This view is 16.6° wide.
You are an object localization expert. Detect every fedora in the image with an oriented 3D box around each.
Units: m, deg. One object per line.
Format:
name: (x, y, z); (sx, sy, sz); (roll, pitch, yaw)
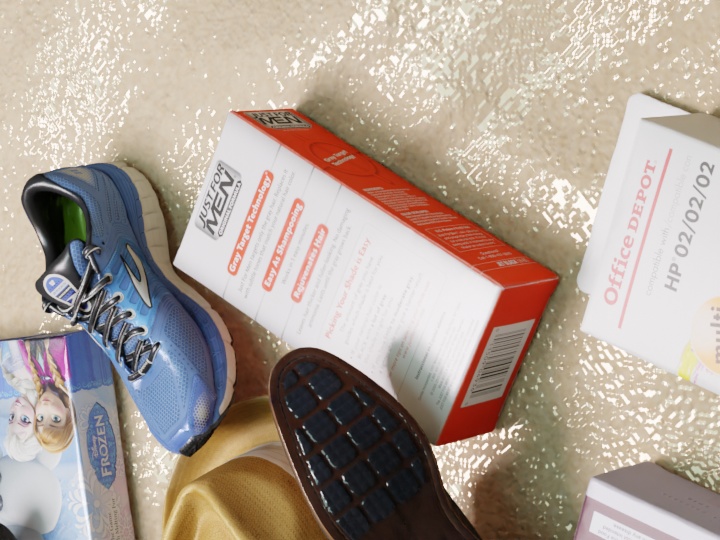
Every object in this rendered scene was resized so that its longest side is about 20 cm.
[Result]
fedora: (-0.059, 0.173, 1.384); (0.200, 0.082, 0.201); (4, 97, 36)

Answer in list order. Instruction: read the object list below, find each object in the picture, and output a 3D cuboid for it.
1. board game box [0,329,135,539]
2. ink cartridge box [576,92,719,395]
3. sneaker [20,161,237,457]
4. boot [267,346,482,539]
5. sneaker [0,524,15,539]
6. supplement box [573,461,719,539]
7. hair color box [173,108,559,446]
board game box: (-0.229, 0.144, 1.531); (0.200, 0.043, 0.200); (-7, 92, 37)
ink cartridge box: (0.184, -0.004, 1.195); (0.200, 0.068, 0.115); (25, 109, 32)
sneaker: (-0.142, 0.023, 1.413); (0.079, 0.089, 0.200); (-48, 59, 31)
boot: (0.015, 0.129, 1.294); (0.075, 0.097, 0.200); (-37, 88, -11)
sneaker: (-0.273, 0.217, 1.490); (0.089, 0.078, 0.200); (43, 121, 19)
supplement box: (0.150, 0.211, 1.247); (0.109, 0.061, 0.201); (24, 108, 34)
hair color box: (0.000, 0.000, 1.336); (0.200, 0.061, 0.102); (34, 114, 28)
